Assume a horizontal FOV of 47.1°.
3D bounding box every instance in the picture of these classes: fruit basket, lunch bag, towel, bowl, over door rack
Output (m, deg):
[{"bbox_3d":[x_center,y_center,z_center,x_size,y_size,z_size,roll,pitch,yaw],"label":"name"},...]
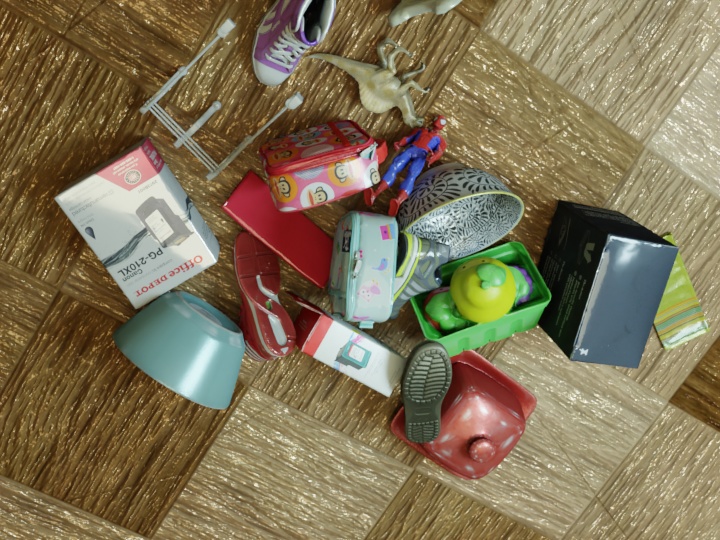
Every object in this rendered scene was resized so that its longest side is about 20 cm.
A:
[{"bbox_3d":[0.177,0.029,1.248,0.215,0.156,0.216,-11,138,-10],"label":"fruit basket"},{"bbox_3d":[0.000,0.000,1.185,0.077,0.200,0.161,7,88,-7],"label":"lunch bag"},{"bbox_3d":[0.521,0.038,1.394,0.086,0.018,0.200,-29,110,1],"label":"towel"},{"bbox_3d":[-0.249,0.104,1.215,0.201,0.201,0.105,35,92,-17],"label":"bowl"},{"bbox_3d":[-0.192,-0.239,1.162,0.200,0.067,0.148,-35,111,27],"label":"over door rack"},{"bbox_3d":[0.133,-0.097,1.234,0.201,0.201,0.094,-15,65,-7],"label":"bowl"},{"bbox_3d":[-0.047,-0.152,1.151,0.176,0.200,0.082,-16,111,-6],"label":"lunch bag"}]

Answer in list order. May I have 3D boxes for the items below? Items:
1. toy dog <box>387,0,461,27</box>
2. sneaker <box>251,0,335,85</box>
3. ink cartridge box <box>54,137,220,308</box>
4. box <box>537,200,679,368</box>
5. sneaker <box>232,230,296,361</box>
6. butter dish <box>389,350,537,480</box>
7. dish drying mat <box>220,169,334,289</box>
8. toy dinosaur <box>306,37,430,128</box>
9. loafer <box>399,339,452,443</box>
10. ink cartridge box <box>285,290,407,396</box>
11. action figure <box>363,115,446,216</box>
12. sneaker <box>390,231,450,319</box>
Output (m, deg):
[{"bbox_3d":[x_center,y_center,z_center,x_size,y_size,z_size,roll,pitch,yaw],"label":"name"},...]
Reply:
[{"bbox_3d":[0.075,-0.458,1.091,0.194,0.140,0.200,-44,119,-15],"label":"toy dog"},{"bbox_3d":[-0.093,-0.314,1.108,0.073,0.114,0.201,14,132,-23],"label":"sneaker"},{"bbox_3d":[-0.318,-0.067,1.201,0.145,0.084,0.200,-30,110,3],"label":"ink cartridge box"},{"bbox_3d":[0.362,0.018,1.267,0.117,0.200,0.197,9,108,-11],"label":"box"},{"bbox_3d":[-0.173,0.047,1.266,0.078,0.116,0.200,-4,74,-38],"label":"sneaker"},{"bbox_3d":[0.182,0.261,1.351,0.199,0.148,0.200,36,101,-17],"label":"butter dish"},{"bbox_3d":[-0.114,-0.060,1.257,0.200,0.018,0.077,40,74,-17],"label":"dish drying mat"},{"bbox_3d":[0.029,-0.282,1.193,0.200,0.058,0.101,32,102,-17],"label":"toy dinosaur"},{"bbox_3d":[0.093,0.178,1.263,0.076,0.067,0.200,0,126,-9],"label":"loafer"},{"bbox_3d":[-0.037,0.111,1.280,0.200,0.116,0.067,30,89,-16],"label":"ink cartridge box"},{"bbox_3d":[0.077,-0.163,1.194,0.065,0.200,0.052,23,141,17],"label":"action figure"},{"bbox_3d":[0.075,0.017,1.213,0.081,0.074,0.200,7,151,-8],"label":"sneaker"}]
